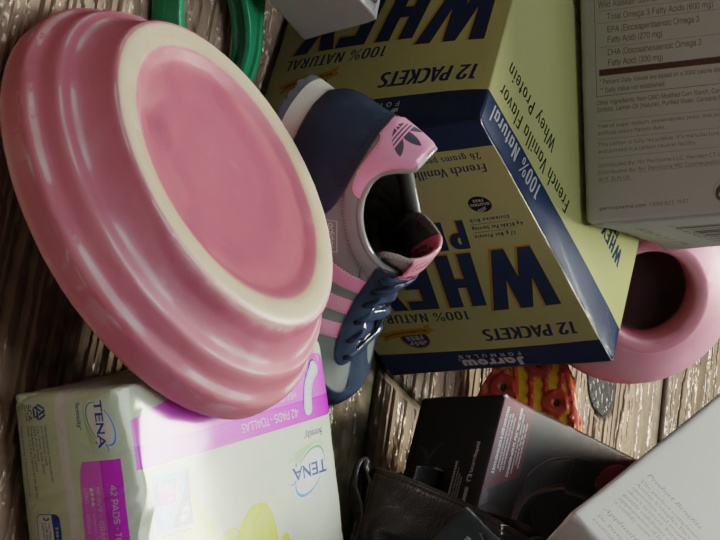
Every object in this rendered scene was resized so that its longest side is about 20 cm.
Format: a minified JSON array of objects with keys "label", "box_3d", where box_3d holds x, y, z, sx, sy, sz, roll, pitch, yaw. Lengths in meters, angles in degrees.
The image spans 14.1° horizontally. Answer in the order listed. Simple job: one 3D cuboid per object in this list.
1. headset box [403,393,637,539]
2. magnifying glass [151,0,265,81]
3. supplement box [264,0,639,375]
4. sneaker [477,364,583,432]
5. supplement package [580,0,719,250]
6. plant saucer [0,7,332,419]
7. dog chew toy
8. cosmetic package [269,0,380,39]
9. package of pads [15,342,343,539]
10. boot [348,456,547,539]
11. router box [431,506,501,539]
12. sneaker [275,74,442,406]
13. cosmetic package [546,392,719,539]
[{"label":"headset box","box_3d":[0.094,0.163,1.571,0.200,0.075,0.149,27,69,-33]},{"label":"magnifying glass","box_3d":[-0.061,-0.163,1.462,0.080,0.022,0.201,60,38,-40]},{"label":"supplement box","box_3d":[0.060,-0.083,1.558,0.200,0.134,0.200,57,38,-43]},{"label":"sneaker","box_3d":[0.092,0.143,1.679,0.077,0.073,0.201,42,52,-79]},{"label":"supplement package","box_3d":[0.189,-0.120,1.542,0.117,0.117,0.201,14,74,-62]},{"label":"plant saucer","box_3d":[-0.076,-0.033,1.298,0.200,0.051,0.201,42,32,-34]},{"label":"dog chew toy","box_3d":[0.147,-0.009,1.710,0.200,0.124,0.125,-123,-160,-75]},{"label":"cosmetic package","box_3d":[-0.055,-0.208,1.415,0.200,0.050,0.083,46,43,-40]},{"label":"package of pads","box_3d":[-0.075,0.119,1.331,0.200,0.068,0.155,-12,97,-63]},{"label":"boot","box_3d":[0.053,0.203,1.449,0.200,0.069,0.175,33,65,-6]},{"label":"router box","box_3d":[0.035,0.232,1.351,0.200,0.150,0.062,-44,166,-18]},{"label":"sneaker","box_3d":[0.000,0.000,1.438,0.070,0.082,0.201,-50,150,-36]},{"label":"cosmetic package","box_3d":[0.164,0.143,1.479,0.102,0.074,0.200,48,33,10]}]
